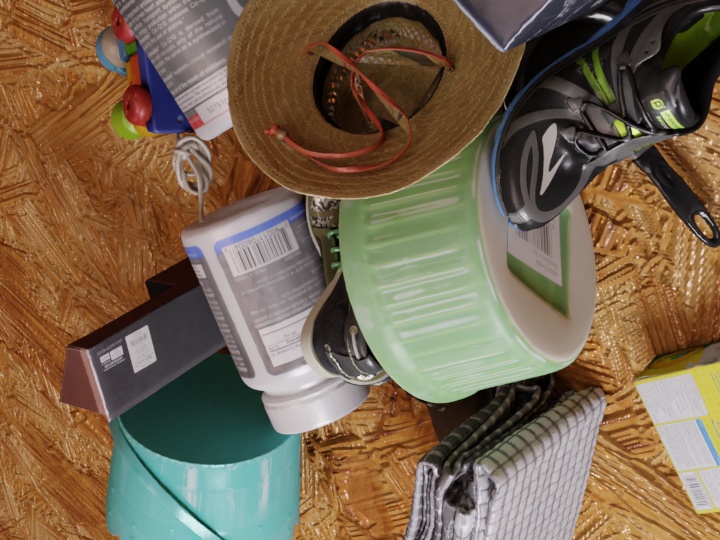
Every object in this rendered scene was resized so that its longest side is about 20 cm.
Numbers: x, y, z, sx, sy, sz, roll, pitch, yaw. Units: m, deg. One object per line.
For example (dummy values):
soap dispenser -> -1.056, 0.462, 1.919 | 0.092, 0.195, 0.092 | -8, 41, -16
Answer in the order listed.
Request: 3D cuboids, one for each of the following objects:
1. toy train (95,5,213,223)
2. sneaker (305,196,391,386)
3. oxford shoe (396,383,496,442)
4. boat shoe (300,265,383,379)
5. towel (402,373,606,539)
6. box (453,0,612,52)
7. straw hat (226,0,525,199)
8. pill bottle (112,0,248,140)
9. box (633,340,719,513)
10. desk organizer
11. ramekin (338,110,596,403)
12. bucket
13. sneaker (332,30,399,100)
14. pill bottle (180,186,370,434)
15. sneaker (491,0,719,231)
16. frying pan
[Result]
toy train -> -0.183, -0.136, 0.925 | 0.116, 0.084, 0.201 | -6, 91, 53
sneaker -> 0.000, 0.000, 0.843 | 0.077, 0.089, 0.201 | -10, 94, -2
oxford shoe -> 0.061, 0.087, 0.865 | 0.073, 0.084, 0.200 | 15, 135, 36
boat shoe -> 0.026, -0.010, 0.782 | 0.072, 0.200, 0.068 | 37, 153, -27
towel -> 0.105, 0.187, 0.838 | 0.085, 0.165, 0.201 | 27, 128, 33
box -> 0.136, -0.235, 0.539 | 0.117, 0.197, 0.200 | 49, 127, 4
straw hat -> 0.016, -0.115, 0.654 | 0.201, 0.201, 0.085 | 25, 166, 27
pill bottle -> -0.131, -0.215, 0.826 | 0.114, 0.114, 0.200 | -20, 107, 43
box -> 0.300, 0.096, 0.710 | 0.200, 0.048, 0.118 | -20, 100, 46
desk organizer -> -0.191, 0.055, 0.979 | 0.077, 0.200, 0.072 | 7, 118, 39
ramekin -> 0.083, -0.013, 0.725 | 0.097, 0.200, 0.200 | -14, 105, 35
bucket -> -0.152, 0.184, 1.027 | 0.207, 0.207, 0.135 | 24, 123, 27
sneaker -> 0.003, -0.164, 0.757 | 0.200, 0.078, 0.112 | -31, 129, 35
pill bottle -> -0.070, 0.036, 0.930 | 0.114, 0.114, 0.200 | -10, 106, 42
sneaker -> 0.157, -0.103, 0.630 | 0.200, 0.083, 0.071 | -44, 121, 8
frying pan -> 0.182, -0.108, 0.693 | 0.190, 0.031, 0.115 | 27, 99, -9
